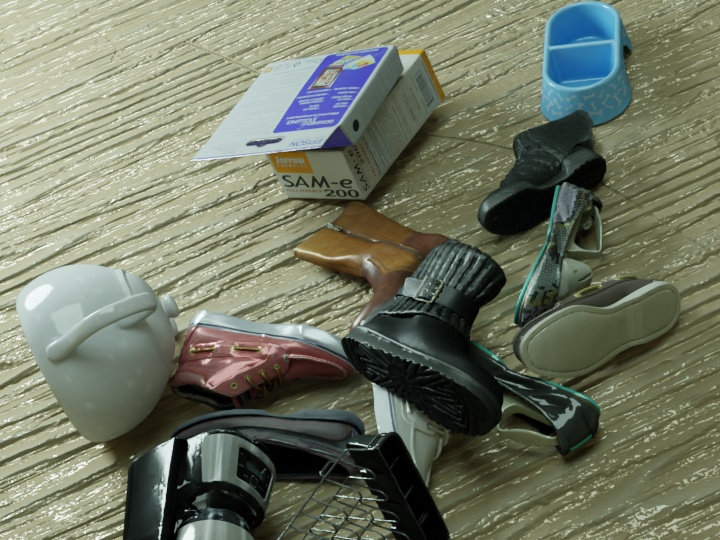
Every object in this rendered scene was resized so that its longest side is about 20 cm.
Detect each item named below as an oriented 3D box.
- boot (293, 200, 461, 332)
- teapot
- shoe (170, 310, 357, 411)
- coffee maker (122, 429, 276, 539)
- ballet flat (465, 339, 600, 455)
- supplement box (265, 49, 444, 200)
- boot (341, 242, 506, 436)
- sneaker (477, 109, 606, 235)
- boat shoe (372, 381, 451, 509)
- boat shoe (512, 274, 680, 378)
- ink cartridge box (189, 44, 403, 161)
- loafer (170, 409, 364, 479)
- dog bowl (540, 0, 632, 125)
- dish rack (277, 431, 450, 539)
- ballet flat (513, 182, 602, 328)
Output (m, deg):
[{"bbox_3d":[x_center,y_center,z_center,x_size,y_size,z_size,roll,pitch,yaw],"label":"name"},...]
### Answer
[{"bbox_3d":[0.000,0.000,1.734,0.199,0.069,0.188,23,55,38],"label":"boot"},{"bbox_3d":[-0.254,0.068,1.645,0.145,0.198,0.200,-28,38,-3],"label":"teapot"},{"bbox_3d":[-0.099,0.106,1.658,0.198,0.072,0.092,9,62,20],"label":"shoe"},{"bbox_3d":[-0.171,0.262,1.456,0.190,0.136,0.201,-10,41,9],"label":"coffee maker"},{"bbox_3d":[0.139,0.122,1.558,0.199,0.068,0.069,24,63,37],"label":"ballet flat"},{"bbox_3d":[-0.005,-0.174,1.905,0.125,0.074,0.200,4,44,40],"label":"supplement box"},{"bbox_3d":[0.096,0.057,1.529,0.157,0.080,0.210,-40,42,-22],"label":"boot"},{"bbox_3d":[0.197,-0.113,1.801,0.198,0.060,0.104,-26,43,-18],"label":"sneaker"},{"bbox_3d":[0.054,0.150,1.555,0.069,0.071,0.201,-15,35,6],"label":"boat shoe"},{"bbox_3d":[0.225,0.052,1.580,0.198,0.073,0.059,-19,23,-28],"label":"boat shoe"},{"bbox_3d":[-0.072,-0.180,1.852,0.196,0.044,0.201,-2,39,36],"label":"ink cartridge box"},{"bbox_3d":[-0.095,0.178,1.573,0.197,0.072,0.063,-5,46,9],"label":"loafer"},{"bbox_3d":[0.271,-0.255,1.933,0.110,0.050,0.201,-4,43,14],"label":"dog bowl"},{"bbox_3d":[-0.012,0.256,1.402,0.054,0.154,0.200,5,43,42],"label":"dish rack"},{"bbox_3d":[0.216,-0.014,1.680,0.071,0.072,0.201,4,47,22],"label":"ballet flat"}]
